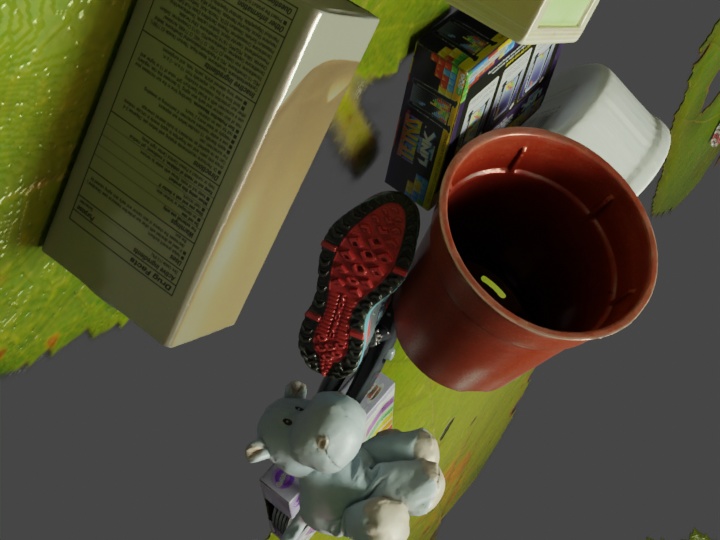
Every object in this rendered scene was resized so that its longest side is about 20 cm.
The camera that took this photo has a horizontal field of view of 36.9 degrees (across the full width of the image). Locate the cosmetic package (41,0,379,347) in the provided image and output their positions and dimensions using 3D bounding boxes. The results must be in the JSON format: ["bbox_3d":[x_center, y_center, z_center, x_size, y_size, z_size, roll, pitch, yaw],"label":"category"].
[{"bbox_3d":[-0.084,-0.071,0.584,0.071,0.105,0.200,-17,140,-62],"label":"cosmetic package"}]

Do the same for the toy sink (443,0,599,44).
[{"bbox_3d":[0.147,-0.277,0.789,0.130,0.112,0.200,-21,142,-59],"label":"toy sink"}]

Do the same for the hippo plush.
[{"bbox_3d":[-0.023,0.179,1.087,0.200,0.161,0.159,-13,-153,44],"label":"hippo plush"}]

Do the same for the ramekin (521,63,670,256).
[{"bbox_3d":[0.200,-0.116,1.085,0.200,0.098,0.201,-37,-162,14],"label":"ramekin"}]

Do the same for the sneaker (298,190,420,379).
[{"bbox_3d":[0.000,0.000,0.988,0.200,0.079,0.096,-63,178,33],"label":"sneaker"}]

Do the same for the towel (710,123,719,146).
[{"bbox_3d":[0.905,-0.402,2.575,0.146,0.030,0.200,-41,159,-36],"label":"towel"}]

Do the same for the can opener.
[{"bbox_3d":[0.001,0.091,1.126,0.079,0.063,0.200,-32,150,-51],"label":"can opener"}]

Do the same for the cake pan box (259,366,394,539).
[{"bbox_3d":[-0.038,0.226,1.278,0.200,0.052,0.184,-46,157,-25],"label":"cake pan box"}]

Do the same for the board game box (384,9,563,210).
[{"bbox_3d":[0.111,-0.172,0.966,0.200,0.057,0.165,-42,159,-35],"label":"board game box"}]

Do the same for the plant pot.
[{"bbox_3d":[0.127,0.009,0.972,0.201,0.201,0.195,-43,173,-33],"label":"plant pot"}]
